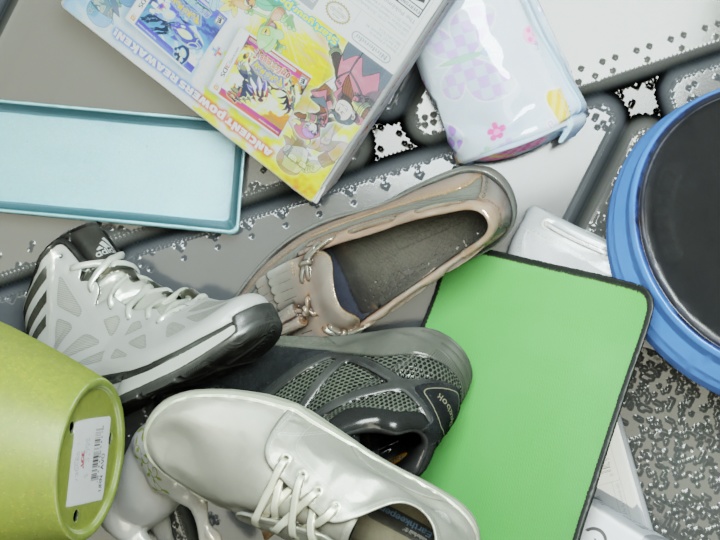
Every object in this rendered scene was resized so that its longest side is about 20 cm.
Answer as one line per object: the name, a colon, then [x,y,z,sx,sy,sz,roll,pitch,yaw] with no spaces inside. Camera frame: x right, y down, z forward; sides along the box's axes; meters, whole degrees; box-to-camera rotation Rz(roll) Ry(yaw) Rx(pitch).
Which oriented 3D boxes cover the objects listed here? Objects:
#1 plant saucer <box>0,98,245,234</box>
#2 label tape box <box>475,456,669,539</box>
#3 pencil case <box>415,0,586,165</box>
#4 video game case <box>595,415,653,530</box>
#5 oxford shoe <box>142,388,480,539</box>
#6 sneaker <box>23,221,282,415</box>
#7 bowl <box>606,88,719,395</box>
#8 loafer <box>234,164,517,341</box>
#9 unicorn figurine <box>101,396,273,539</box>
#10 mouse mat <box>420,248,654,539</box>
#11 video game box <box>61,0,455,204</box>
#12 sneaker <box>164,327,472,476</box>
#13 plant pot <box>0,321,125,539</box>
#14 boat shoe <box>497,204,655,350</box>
plant saucer: [-0.170,-0.065,1.530,0.199,0.019,0.070,5,91,1]
label tape box: [0.141,0.219,1.448,0.200,0.066,0.144,30,92,23]
pencil case: [0.067,-0.164,1.488,0.090,0.083,0.201,-19,91,17]
video game case: [0.087,0.167,1.522,0.181,0.023,0.201,-16,91,2]
oxford shoe: [-0.029,0.123,1.374,0.199,0.058,0.075,24,115,6]
sneaker: [-0.136,0.020,1.465,0.200,0.076,0.116,-23,84,41]
bowl: [0.245,-0.019,1.467,0.200,0.039,0.202,3,68,-7]
loafer: [0.000,0.000,1.484,0.199,0.063,0.072,-30,98,14]
unicorn figurine: [-0.130,0.140,1.492,0.137,0.074,0.200,47,121,5]
mouse mat: [0.081,0.090,1.459,0.160,0.008,0.201,14,82,41]
video game box: [-0.054,-0.169,1.465,0.200,0.047,0.182,38,119,5]
sneaker: [-0.039,0.096,1.460,0.199,0.114,0.076,-6,125,23]
plant pot: [-0.243,0.093,1.425,0.199,0.187,0.188,6,91,18]
boat shoe: [0.185,0.013,1.498,0.199,0.072,0.069,18,94,11]
